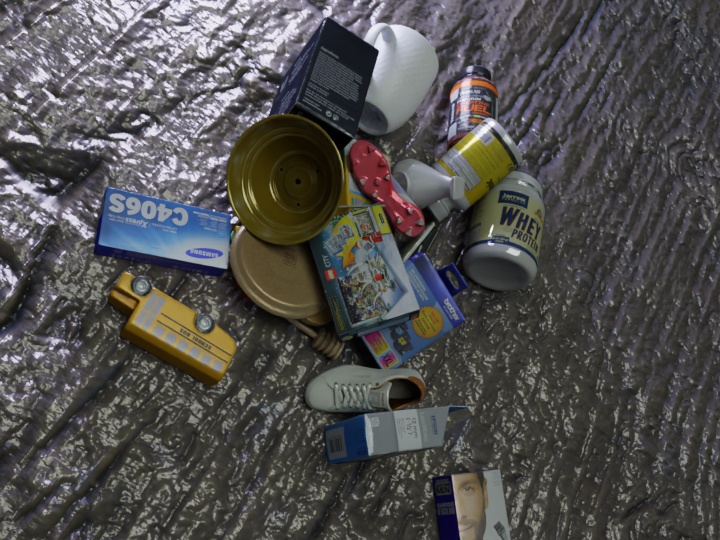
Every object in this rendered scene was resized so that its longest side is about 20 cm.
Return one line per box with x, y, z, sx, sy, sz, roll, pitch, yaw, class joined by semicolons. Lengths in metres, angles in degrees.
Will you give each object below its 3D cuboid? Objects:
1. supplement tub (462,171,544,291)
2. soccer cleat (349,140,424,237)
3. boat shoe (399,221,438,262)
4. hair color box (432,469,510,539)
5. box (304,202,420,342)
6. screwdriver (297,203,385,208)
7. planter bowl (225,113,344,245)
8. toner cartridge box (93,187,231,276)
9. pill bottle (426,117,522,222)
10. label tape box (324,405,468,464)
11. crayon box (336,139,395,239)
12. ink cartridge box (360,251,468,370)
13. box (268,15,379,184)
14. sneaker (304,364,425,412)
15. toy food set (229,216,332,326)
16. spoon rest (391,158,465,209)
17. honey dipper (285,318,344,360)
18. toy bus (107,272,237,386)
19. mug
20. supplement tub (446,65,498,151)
0.287;-0.079;1.378;0.143;0.145;0.203;26;61;-19;supplement tub
0.045;-0.144;1.248;0.066;0.077;0.201;-38;99;4;soccer cleat
0.092;-0.006;1.281;0.060;0.074;0.201;43;59;-9;boat shoe
0.193;0.445;1.176;0.108;0.065;0.204;3;69;-28;hair color box
0.000;0.000;1.128;0.134;0.038;0.203;-16;67;-6;box
-0.055;-0.112;1.194;0.028;0.196;0.030;-63;146;-68;screwdriver
-0.112;-0.145;1.132;0.202;0.199;0.083;59;13;2;planter bowl
-0.304;-0.058;1.087;0.197;0.043;0.097;11;68;-27;toner cartridge box
0.203;-0.188;1.345;0.199;0.111;0.112;-39;93;5;pill bottle
0.061;0.263;1.117;0.197;0.143;0.067;3;69;-29;label tape box
0.002;-0.129;1.268;0.125;0.051;0.204;16;62;-44;crayon box
0.085;0.062;1.187;0.199;0.076;0.137;-34;95;-2;ink cartridge box
-0.078;-0.286;1.212;0.116;0.196;0.203;25;61;-20;box
0.007;0.191;1.112;0.196;0.085;0.074;-7;96;-3;sneaker
-0.124;-0.007;1.152;0.197;0.049;0.201;8;56;-29;toy food set
0.121;-0.153;1.283;0.060;0.199;0.101;-4;100;-37;spoon rest
-0.114;0.078;1.154;0.199;0.038;0.038;37;58;-9;honey dipper
-0.283;0.087;1.033;0.198;0.065;0.079;33;60;-16;toy bus
0.046;-0.370;1.326;0.146;0.201;0.177;15;61;26;mug
0.237;-0.329;1.469;0.105;0.107;0.203;17;63;-23;supplement tub
